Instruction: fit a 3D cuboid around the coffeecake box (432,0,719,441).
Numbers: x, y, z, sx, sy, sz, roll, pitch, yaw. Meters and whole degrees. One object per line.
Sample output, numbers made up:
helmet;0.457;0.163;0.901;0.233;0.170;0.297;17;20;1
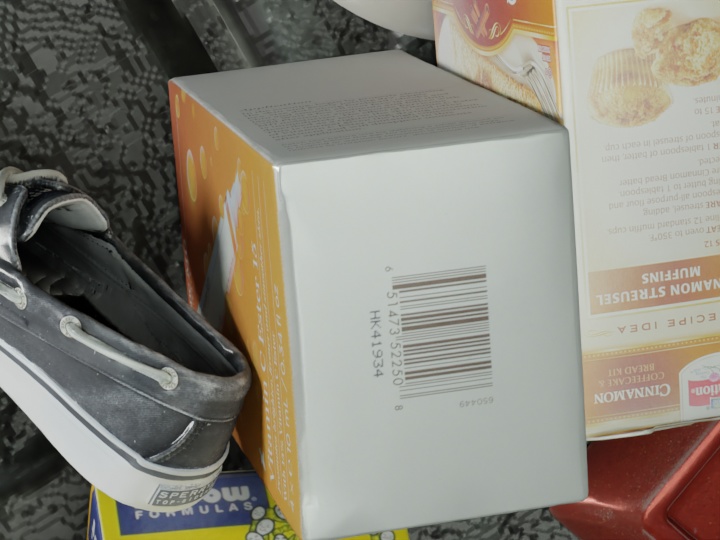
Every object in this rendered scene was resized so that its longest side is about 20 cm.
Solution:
coffeecake box;0.079;-0.059;0.798;0.073;0.153;0.201;-8;102;-12

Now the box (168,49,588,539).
box;0.000;0.000;0.792;0.097;0.200;0.125;-7;103;-12

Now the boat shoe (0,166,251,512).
boat shoe;-0.116;-0.004;0.782;0.072;0.200;0.068;-18;142;-49

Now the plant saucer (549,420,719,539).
plant saucer;0.213;0.085;0.953;0.199;0.037;0.200;40;89;-19

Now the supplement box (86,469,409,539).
supplement box;-0.043;0.174;0.821;0.108;0.110;0.201;-3;136;-13

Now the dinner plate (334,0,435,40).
dinner plate;0.046;-0.186;0.858;0.199;0.024;0.201;-3;102;-14
